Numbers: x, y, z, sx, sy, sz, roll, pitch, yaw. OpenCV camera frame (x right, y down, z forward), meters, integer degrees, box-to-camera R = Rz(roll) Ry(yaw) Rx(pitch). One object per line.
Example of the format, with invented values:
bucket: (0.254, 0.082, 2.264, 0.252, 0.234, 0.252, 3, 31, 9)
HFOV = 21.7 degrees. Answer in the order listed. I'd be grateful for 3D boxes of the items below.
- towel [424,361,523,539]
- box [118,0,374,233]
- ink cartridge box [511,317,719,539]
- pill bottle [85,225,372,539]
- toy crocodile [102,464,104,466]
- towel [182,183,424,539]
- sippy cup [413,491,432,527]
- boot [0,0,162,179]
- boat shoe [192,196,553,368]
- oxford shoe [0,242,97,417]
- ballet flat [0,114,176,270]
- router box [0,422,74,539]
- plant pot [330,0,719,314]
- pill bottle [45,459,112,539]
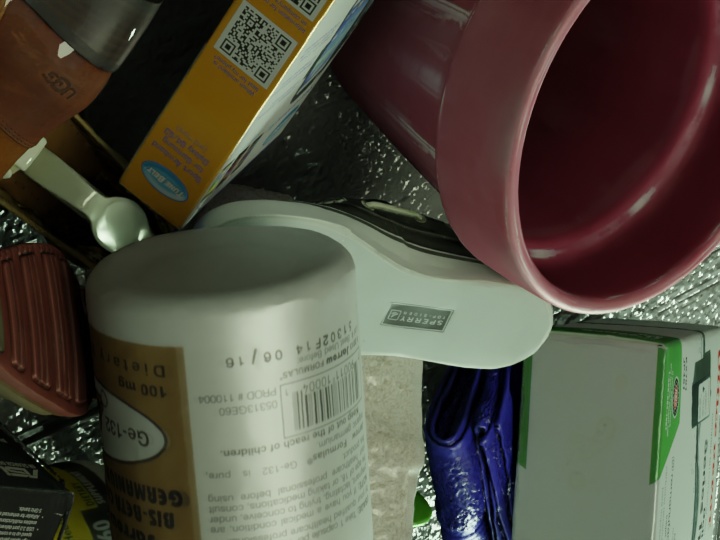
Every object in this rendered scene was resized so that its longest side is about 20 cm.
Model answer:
towel: (0.083, 0.120, 1.107, 0.148, 0.049, 0.200, -69, 157, -46)
box: (-0.035, -0.103, 0.832, 0.200, 0.041, 0.119, -50, -179, 35)
ink cartridge box: (0.156, 0.104, 1.107, 0.200, 0.083, 0.147, -5, 98, -70)
pill bottle: (-0.053, 0.090, 0.811, 0.114, 0.114, 0.200, -16, 111, -36)
toy crocodile: (-0.061, 0.060, 0.979, 0.200, 0.062, 0.068, -45, 102, -20)
towel: (-0.031, 0.058, 0.932, 0.132, 0.034, 0.200, 10, 73, -31)
sippy cup: (-0.002, 0.213, 1.074, 0.140, 0.130, 0.178, -38, 136, -19)
boot: (-0.207, -0.088, 0.744, 0.188, 0.069, 0.200, 34, 111, -25)
boat shoe: (0.000, 0.000, 0.913, 0.200, 0.064, 0.071, 15, 119, -33)
oxford shoe: (-0.152, 0.033, 0.808, 0.200, 0.075, 0.071, 52, 33, -78)
ballet flat: (-0.142, -0.055, 0.825, 0.069, 0.063, 0.200, -52, 138, -2)
router box: (-0.237, 0.072, 0.750, 0.200, 0.150, 0.062, 13, 105, -47)
plant pot: (0.085, -0.105, 0.921, 0.200, 0.179, 0.200, -23, 130, -32)
pill bottle: (-0.200, 0.158, 0.865, 0.200, 0.114, 0.114, -9, 120, -40)
